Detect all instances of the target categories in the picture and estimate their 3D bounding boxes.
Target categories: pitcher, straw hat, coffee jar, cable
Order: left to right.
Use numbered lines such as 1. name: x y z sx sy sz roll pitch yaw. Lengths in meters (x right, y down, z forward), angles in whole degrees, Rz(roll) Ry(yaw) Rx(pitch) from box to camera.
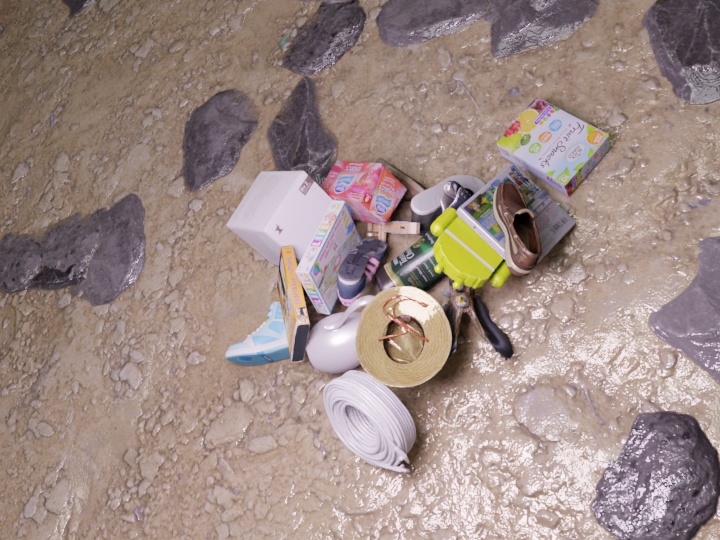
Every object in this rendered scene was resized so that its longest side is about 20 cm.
1. pitcher: -0.023 0.127 1.412 0.197 0.172 0.123 -22 48 15
2. cable: 0.016 0.284 1.302 0.069 0.203 0.198 -34 13 -34
3. straw hat: 0.086 0.140 1.318 0.196 0.085 0.205 -3 63 7
4. coffee jar: 0.124 -0.008 1.448 0.199 0.086 0.105 -38 24 5

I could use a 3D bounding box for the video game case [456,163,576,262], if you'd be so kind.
1. video game case: 0.312 -0.105 1.349 0.182 0.022 0.199 45 56 11

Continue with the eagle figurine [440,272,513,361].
1. eagle figurine: 0.207 0.087 1.340 0.150 0.149 0.204 -19 72 44

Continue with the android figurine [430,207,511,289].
1. android figurine: 0.217 -0.044 1.313 0.181 0.041 0.200 39 56 7

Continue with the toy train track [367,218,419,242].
1. toy train track: 0.062 -0.097 1.510 0.199 0.032 0.117 9 97 59

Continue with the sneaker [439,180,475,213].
1. sneaker: 0.258 -0.157 1.422 0.202 0.146 0.077 -45 25 -2

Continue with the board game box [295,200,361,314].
1. board game box: -0.062 -0.029 1.448 0.034 0.136 0.202 5 52 27

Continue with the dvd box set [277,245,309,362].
1. dvd box set: -0.146 0.072 1.453 0.029 0.147 0.203 -5 55 -15

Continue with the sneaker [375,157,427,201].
1. sneaker: 0.093 -0.189 1.588 0.200 0.070 0.076 42 104 41

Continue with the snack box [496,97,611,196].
1. snack box: 0.412 -0.270 1.461 0.143 0.053 0.200 -48 55 -1

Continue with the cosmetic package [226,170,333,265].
1. cosmetic package: -0.171 -0.116 1.575 0.198 0.165 0.167 12 66 53

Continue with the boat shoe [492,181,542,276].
1. boat shoe: 0.303 -0.093 1.279 0.073 0.075 0.206 3 58 -17

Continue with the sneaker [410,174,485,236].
1. sneaker: 0.187 -0.143 1.507 0.197 0.100 0.071 -23 61 -23

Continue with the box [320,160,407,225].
1. box: -0.002 -0.178 1.541 0.104 0.094 0.199 -57 32 -9

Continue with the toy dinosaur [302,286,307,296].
1. toy dinosaur: -0.059 0.025 1.556 0.196 0.077 0.105 -7 74 18

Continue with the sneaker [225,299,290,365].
1. sneaker: -0.218 0.140 1.566 0.196 0.080 0.133 -11 62 11

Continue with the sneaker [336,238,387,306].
1. sneaker: 0.000 0.000 1.461 0.069 0.083 0.200 18 34 19
